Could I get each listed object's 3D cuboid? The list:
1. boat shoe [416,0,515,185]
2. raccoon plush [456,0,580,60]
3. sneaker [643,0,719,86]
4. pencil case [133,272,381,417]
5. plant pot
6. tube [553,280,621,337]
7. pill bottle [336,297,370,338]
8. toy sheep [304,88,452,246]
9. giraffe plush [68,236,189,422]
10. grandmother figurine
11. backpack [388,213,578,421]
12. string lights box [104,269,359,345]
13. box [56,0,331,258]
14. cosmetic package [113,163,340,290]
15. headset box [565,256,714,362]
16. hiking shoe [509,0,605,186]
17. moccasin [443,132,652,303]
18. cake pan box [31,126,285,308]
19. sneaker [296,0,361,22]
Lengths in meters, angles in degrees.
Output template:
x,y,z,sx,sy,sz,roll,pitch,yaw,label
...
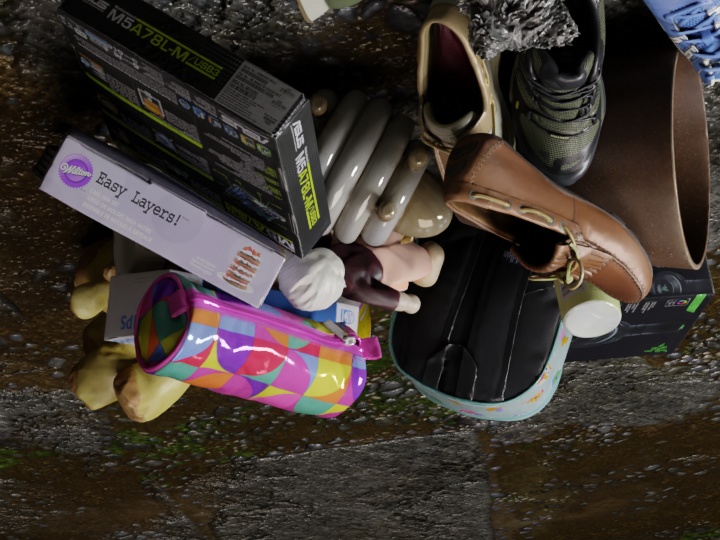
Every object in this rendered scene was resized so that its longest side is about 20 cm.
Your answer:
x,y,z,sx,sy,sz,roll,pitch,yaw,label
0.073,-0.124,1.160,0.074,0.066,0.201,11,130,28,boat shoe
0.082,-0.225,0.959,0.096,0.135,0.200,-14,155,18,raccoon plush
0.275,-0.191,1.155,0.076,0.077,0.200,-24,149,37,sneaker
-0.084,0.061,1.217,0.199,0.089,0.088,15,148,-38,pencil case
0.178,-0.090,1.256,0.199,0.188,0.187,-2,158,21,plant pot
0.192,-0.033,1.337,0.058,0.201,0.052,16,136,-23,tube
-0.041,0.045,1.554,0.104,0.105,0.200,-7,156,0,pill bottle
-0.013,-0.088,1.237,0.199,0.138,0.138,32,150,0,toy sheep
-0.215,0.033,1.453,0.199,0.173,0.162,-7,136,27,giraffe plush
0.000,0.000,1.295,0.200,0.121,0.061,-12,128,-57,grandmother figurine
0.123,0.042,1.430,0.175,0.201,0.153,16,161,15,backpack
-0.111,0.046,1.315,0.199,0.059,0.103,12,169,-38,string lights box
-0.119,-0.112,1.126,0.199,0.048,0.193,31,163,18,box
-0.119,-0.032,1.369,0.199,0.104,0.087,1,155,-20,cosmetic package
0.264,0.025,1.603,0.199,0.093,0.174,-4,156,-7,headset box
0.141,-0.144,1.101,0.075,0.101,0.201,5,120,13,hiking shoe
0.144,-0.025,1.144,0.201,0.078,0.073,34,153,-32,moccasin
-0.161,-0.049,1.196,0.199,0.052,0.184,29,180,-13,cake pan box
-0.018,-0.242,0.992,0.089,0.067,0.200,-17,155,4,sneaker
